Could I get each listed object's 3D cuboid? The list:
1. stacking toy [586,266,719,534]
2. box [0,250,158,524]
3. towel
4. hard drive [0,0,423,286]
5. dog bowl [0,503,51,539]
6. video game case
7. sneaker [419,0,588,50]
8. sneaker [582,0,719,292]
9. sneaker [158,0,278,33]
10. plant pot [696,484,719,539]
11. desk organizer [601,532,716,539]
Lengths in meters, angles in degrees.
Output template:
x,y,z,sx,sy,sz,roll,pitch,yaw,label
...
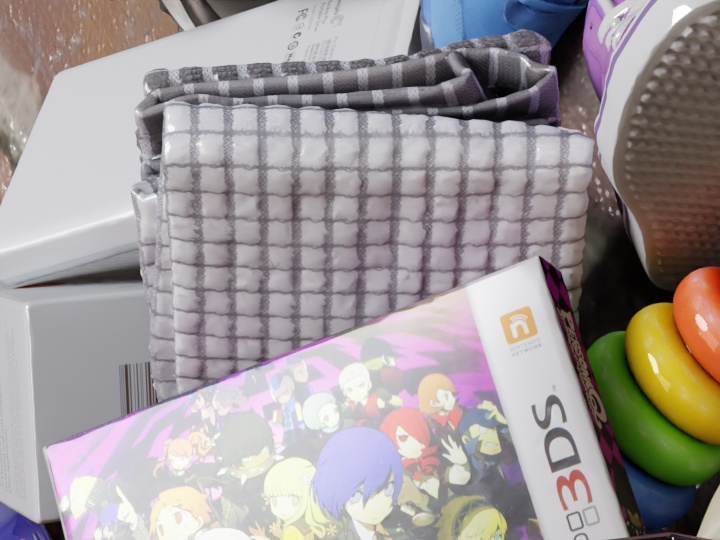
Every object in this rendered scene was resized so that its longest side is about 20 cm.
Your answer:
x,y,z,sx,sy,sz,roll,pitch,yaw,label
0.111,0.049,0.765,0.200,0.085,0.085,-45,58,28,stacking toy
-0.129,0.047,1.002,0.200,0.124,0.098,11,105,63,box
0.000,0.000,0.827,0.086,0.165,0.200,-91,0,-47,towel
-0.061,-0.067,0.930,0.200,0.027,0.132,-14,38,24,hard drive
-0.215,0.166,1.150,0.200,0.079,0.200,52,158,32,dog bowl
0.002,0.113,0.737,0.200,0.036,0.182,-21,71,14,video game case
0.083,-0.142,0.837,0.078,0.066,0.200,42,123,37,sneaker
0.106,-0.079,0.744,0.201,0.073,0.114,82,175,-67,sneaker
-0.058,-0.191,1.005,0.079,0.074,0.201,-11,83,47,sneaker
0.180,0.112,0.676,0.200,0.134,0.201,6,97,51,plant pot
0.041,0.121,0.584,0.072,0.200,0.077,3,92,51,desk organizer
